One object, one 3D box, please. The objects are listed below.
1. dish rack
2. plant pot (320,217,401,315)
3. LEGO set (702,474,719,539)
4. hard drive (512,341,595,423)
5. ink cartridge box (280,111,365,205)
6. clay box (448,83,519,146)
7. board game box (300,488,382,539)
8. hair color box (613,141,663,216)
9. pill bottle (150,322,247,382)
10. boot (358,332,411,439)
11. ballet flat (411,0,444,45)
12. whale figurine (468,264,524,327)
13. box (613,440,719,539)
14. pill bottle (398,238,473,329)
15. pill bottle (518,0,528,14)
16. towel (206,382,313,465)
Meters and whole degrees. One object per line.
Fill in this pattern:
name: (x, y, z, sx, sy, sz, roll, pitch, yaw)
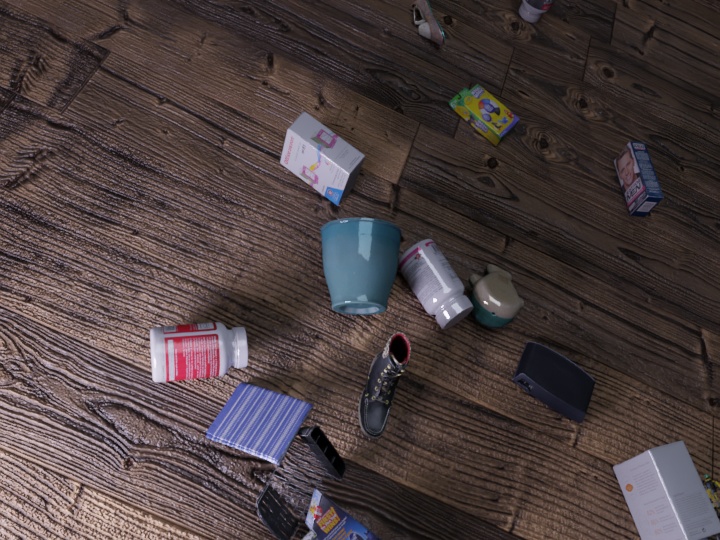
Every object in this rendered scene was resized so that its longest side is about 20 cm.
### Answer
dish rack: (-0.120, 0.428, 1.377, 0.202, 0.054, 0.155, -56, 130, -33)
plant pot: (0.000, 0.000, 1.633, 0.194, 0.200, 0.193, 5, 75, -14)
LEGO set: (0.825, 0.573, 1.600, 0.150, 0.116, 0.205, -2, 62, -18)
hard drive: (0.483, 0.269, 1.709, 0.197, 0.043, 0.136, 32, 57, 2)
ink cartridge box: (-0.102, -0.286, 1.780, 0.198, 0.145, 0.085, 37, 58, 6)
clay box: (0.373, -0.481, 2.097, 0.199, 0.048, 0.115, 43, 58, 8)
board game box: (-0.060, 0.540, 1.340, 0.199, 0.062, 0.202, -39, 96, -19)
hair color box: (0.839, -0.278, 2.098, 0.059, 0.101, 0.205, 3, 60, -13)
pill bottle: (-0.341, 0.170, 1.465, 0.195, 0.113, 0.115, -3, 62, -19)
boot: (0.053, 0.249, 1.519, 0.072, 0.155, 0.208, 17, 57, -6)
ballet flat: (0.210, -0.792, 2.223, 0.066, 0.069, 0.204, -16, 60, -3)
whale figurine: (0.338, 0.066, 1.763, 0.156, 0.105, 0.201, 26, 32, -2)
box: (0.691, 0.514, 1.571, 0.104, 0.153, 0.204, -6, 63, -19)
pill bottle: (0.185, 0.035, 1.707, 0.112, 0.114, 0.202, -23, 70, -27)
pill bottle: (0.614, -0.950, 2.348, 0.108, 0.201, 0.113, 7, 59, -12)
towel: (-0.209, 0.311, 1.423, 0.196, 0.024, 0.146, 10, 50, 29)
